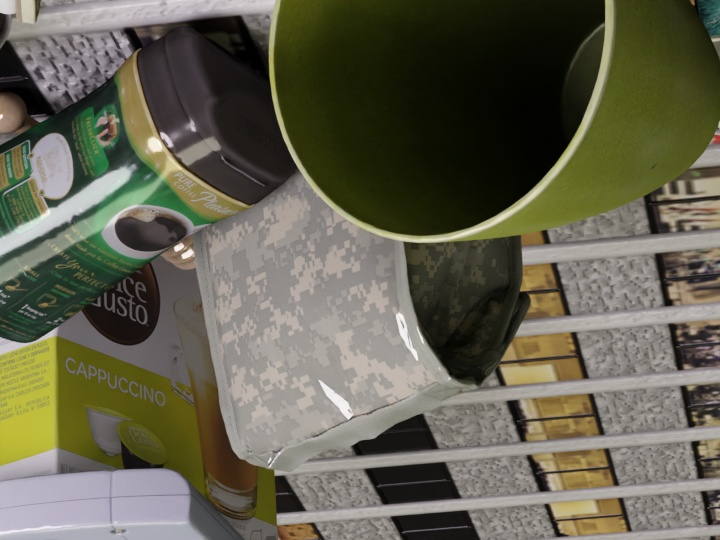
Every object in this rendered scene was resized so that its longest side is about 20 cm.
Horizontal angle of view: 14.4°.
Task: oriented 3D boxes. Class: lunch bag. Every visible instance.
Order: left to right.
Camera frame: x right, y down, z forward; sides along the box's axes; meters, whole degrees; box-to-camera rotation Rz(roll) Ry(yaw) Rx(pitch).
[{"bbox_3d":[0.000,0.000,1.533,0.164,0.201,0.117,-23,150,40],"label":"lunch bag"}]

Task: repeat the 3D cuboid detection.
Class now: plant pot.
[{"bbox_3d":[0.090,-0.098,1.366,0.186,0.188,0.200,-17,166,33],"label":"plant pot"}]

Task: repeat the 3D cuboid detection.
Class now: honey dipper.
[{"bbox_3d":[-0.148,-0.054,1.614,0.038,0.038,0.200,-14,151,27],"label":"honey dipper"}]

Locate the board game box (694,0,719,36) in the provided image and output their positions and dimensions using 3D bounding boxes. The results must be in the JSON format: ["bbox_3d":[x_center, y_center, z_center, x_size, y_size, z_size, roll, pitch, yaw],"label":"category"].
[{"bbox_3d":[0.218,-0.172,1.356,0.134,0.028,0.200,-5,158,9],"label":"board game box"}]

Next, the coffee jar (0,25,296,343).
[{"bbox_3d":[-0.133,-0.046,1.507,0.199,0.086,0.104,-30,149,20],"label":"coffee jar"}]

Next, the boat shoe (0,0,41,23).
[{"bbox_3d":[-0.173,-0.180,1.259,0.068,0.075,0.200,4,151,1],"label":"boat shoe"}]

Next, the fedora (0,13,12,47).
[{"bbox_3d":[-0.267,-0.106,1.394,0.176,0.091,0.200,-20,152,37],"label":"fedora"}]

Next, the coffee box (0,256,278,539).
[{"bbox_3d":[-0.190,0.088,1.735,0.199,0.199,0.199,-20,151,33],"label":"coffee box"}]

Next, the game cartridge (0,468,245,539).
[{"bbox_3d":[-0.173,0.153,1.597,0.199,0.042,0.133,-8,150,13],"label":"game cartridge"}]

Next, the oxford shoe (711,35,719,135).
[{"bbox_3d":[0.208,-0.097,1.503,0.199,0.058,0.075,-7,160,17],"label":"oxford shoe"}]
